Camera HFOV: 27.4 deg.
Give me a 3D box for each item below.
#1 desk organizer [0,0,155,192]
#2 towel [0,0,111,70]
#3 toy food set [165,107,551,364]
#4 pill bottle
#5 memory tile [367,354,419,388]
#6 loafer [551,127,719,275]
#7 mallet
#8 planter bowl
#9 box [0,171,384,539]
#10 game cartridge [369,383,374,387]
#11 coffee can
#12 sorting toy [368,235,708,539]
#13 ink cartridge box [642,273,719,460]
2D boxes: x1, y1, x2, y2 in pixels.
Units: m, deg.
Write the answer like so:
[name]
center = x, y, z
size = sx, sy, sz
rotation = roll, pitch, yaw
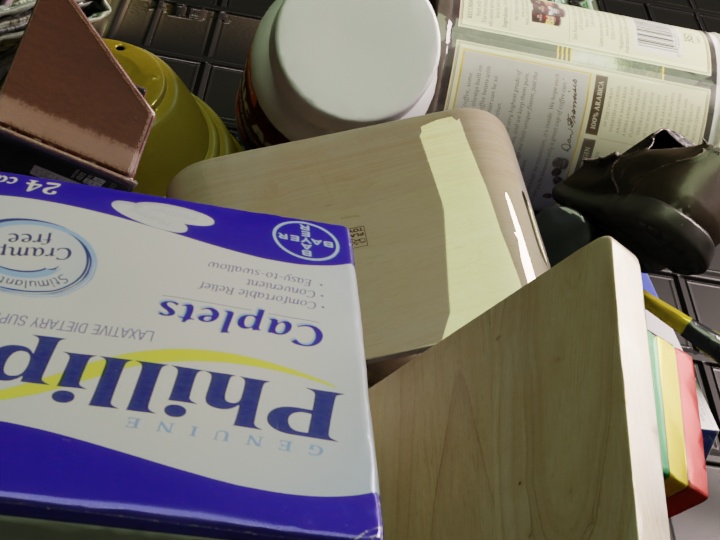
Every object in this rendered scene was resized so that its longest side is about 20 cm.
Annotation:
[desk organizer]
center = -0.144, -0.074, 0.726
size = 0.072, 0.077, 0.200
rotation = 22, -11, -13
[towel]
center = -0.273, -0.134, 0.915
size = 0.192, 0.035, 0.200
rotation = -22, 9, -33
[toy food set]
center = 0.000, 0.000, 0.782
size = 0.199, 0.060, 0.144
rotation = -12, 57, 0
[pill bottle]
center = -0.016, -0.118, 0.923
size = 0.114, 0.115, 0.200
rotation = 7, -8, -8
[memory tile]
center = -0.040, 0.026, 0.805
size = 0.200, 0.017, 0.153
rotation = -31, 49, -19
[loafer]
center = 0.173, -0.043, 0.857
size = 0.073, 0.071, 0.200
rotation = 40, 0, -12
[mallet]
center = 0.176, 0.026, 0.827
size = 0.200, 0.041, 0.066
rotation = 35, 1, 21
[planter bowl]
center = -0.164, -0.083, 0.901
size = 0.200, 0.084, 0.201
rotation = 3, 44, -3
[box]
center = -0.093, 0.063, 0.576
size = 0.183, 0.105, 0.200
rotation = 8, 34, -11
[game cartridge]
center = 0.015, 0.018, 0.837
size = 0.200, 0.038, 0.130
rotation = 28, 61, 31
[coffee can]
center = 0.135, -0.111, 1.020
size = 0.199, 0.147, 0.147
rotation = 11, 32, -3
[sorting toy]
center = 0.054, 0.121, 0.590
size = 0.070, 0.199, 0.200
rotation = 32, 41, -28
[ink cartridge box]
center = 0.136, 0.042, 0.880
size = 0.094, 0.044, 0.200
rotation = 7, 33, -12
